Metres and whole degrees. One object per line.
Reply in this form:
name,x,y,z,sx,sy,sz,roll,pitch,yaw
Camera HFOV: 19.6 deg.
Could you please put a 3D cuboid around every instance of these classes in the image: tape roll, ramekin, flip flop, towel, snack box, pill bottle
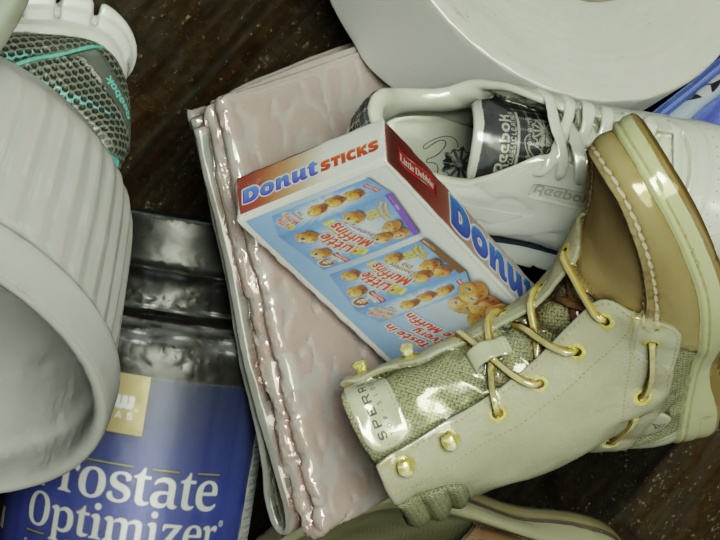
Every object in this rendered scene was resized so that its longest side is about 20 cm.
tape roll,0.080,-0.160,0.960,0.202,0.071,0.203,8,71,-24
ramekin,-0.183,-0.007,0.819,0.200,0.200,0.105,26,53,-19
flip flop,0.042,0.146,1.002,0.200,0.081,0.058,13,53,-25
towel,0.000,0.000,0.950,0.191,0.032,0.200,-26,107,-56
snack box,0.030,0.010,0.897,0.200,0.072,0.024,45,34,-45
pill bottle,-0.099,0.074,0.931,0.112,0.112,0.200,8,92,-20

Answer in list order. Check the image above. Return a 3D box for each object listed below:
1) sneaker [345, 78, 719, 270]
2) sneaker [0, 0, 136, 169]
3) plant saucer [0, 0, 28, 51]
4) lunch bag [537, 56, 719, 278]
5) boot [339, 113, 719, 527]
sneaker,0.093,-0.042,0.888,0.200,0.081,0.077,2,66,-1
sneaker,-0.188,-0.070,0.889,0.200,0.078,0.091,-4,53,-17
plant saucer,-0.216,-0.111,0.750,0.200,0.200,0.050,-34,142,-13
lunch bag,0.175,-0.033,1.002,0.200,0.076,0.160,-41,145,-14
boot,0.066,0.030,0.846,0.154,0.072,0.200,-19,145,-3
